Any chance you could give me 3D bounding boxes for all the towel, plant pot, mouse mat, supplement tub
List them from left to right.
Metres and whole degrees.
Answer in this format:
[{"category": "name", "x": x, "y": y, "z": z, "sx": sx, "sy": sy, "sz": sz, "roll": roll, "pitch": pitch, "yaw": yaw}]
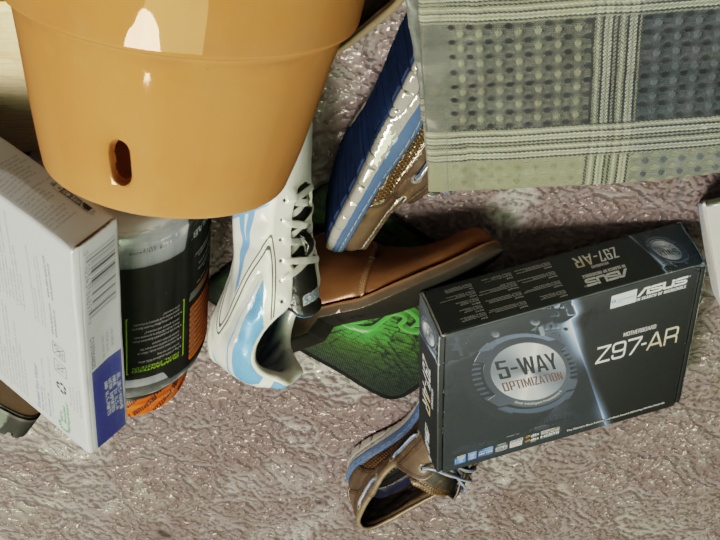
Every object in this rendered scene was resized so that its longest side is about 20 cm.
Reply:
[{"category": "supplement tub", "x": -0.162, "y": 0.001, "z": 1.069, "sx": 0.121, "sy": 0.123, "sz": 0.201, "roll": 5, "pitch": 137, "yaw": -4}, {"category": "plant pot", "x": -0.099, "y": -0.119, "z": 0.851, "sx": 0.198, "sy": 0.200, "sz": 0.141, "roll": 6, "pitch": 116, "yaw": -5}, {"category": "mouse mat", "x": 0.004, "y": 0.021, "z": 1.171, "sx": 0.199, "sy": 0.008, "sz": 0.161, "roll": 31, "pitch": 130, "yaw": -27}, {"category": "towel", "x": 0.124, "y": -0.121, "z": 0.851, "sx": 0.198, "sy": 0.035, "sz": 0.193, "roll": -4, "pitch": 140, "yaw": 2}]

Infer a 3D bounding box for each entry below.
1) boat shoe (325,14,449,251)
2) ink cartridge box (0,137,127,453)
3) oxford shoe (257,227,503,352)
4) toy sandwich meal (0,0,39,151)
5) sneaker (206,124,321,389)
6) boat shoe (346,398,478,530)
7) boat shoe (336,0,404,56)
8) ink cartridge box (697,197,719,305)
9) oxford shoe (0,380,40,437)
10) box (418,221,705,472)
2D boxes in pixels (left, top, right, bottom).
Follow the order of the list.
[{"category": "boat shoe", "x": 0.035, "y": -0.079, "z": 1.002, "sx": 0.072, "sy": 0.073, "sz": 0.201, "roll": 14, "pitch": 136, "yaw": -16}, {"category": "ink cartridge box", "x": -0.230, "y": -0.006, "z": 0.993, "sx": 0.199, "sy": 0.041, "sz": 0.200, "roll": 33, "pitch": 143, "yaw": 21}, {"category": "oxford shoe", "x": 0.000, "y": 0.000, "z": 1.099, "sx": 0.198, "sy": 0.072, "sz": 0.071, "roll": -17, "pitch": 165, "yaw": 0}, {"category": "toy sandwich meal", "x": -0.219, "y": -0.159, "z": 0.935, "sx": 0.203, "sy": 0.071, "sz": 0.206, "roll": 1, "pitch": 137, "yaw": 1}, {"category": "sneaker", "x": -0.051, "y": -0.017, "z": 1.016, "sx": 0.072, "sy": 0.072, "sz": 0.201, "roll": 20, "pitch": 118, "yaw": 19}, {"category": "boat shoe", "x": 0.065, "y": 0.146, "z": 1.254, "sx": 0.072, "sy": 0.073, "sz": 0.200, "roll": 27, "pitch": 131, "yaw": -24}, {"category": "boat shoe", "x": -0.048, "y": -0.145, "z": 0.948, "sx": 0.199, "sy": 0.065, "sz": 0.071, "roll": -33, "pitch": 127, "yaw": 32}, {"category": "ink cartridge box", "x": 0.273, "y": -0.020, "z": 0.986, "sx": 0.114, "sy": 0.068, "sz": 0.200, "roll": -10, "pitch": 180, "yaw": 12}, {"category": "oxford shoe", "x": -0.304, "y": 0.041, "z": 1.167, "sx": 0.199, "sy": 0.073, "sz": 0.084, "roll": 33, "pitch": 113, "yaw": -32}, {"category": "box", "x": 0.141, "y": 0.057, "z": 1.134, "sx": 0.198, "sy": 0.044, "sz": 0.161, "roll": -14, "pitch": 139, "yaw": -12}]
